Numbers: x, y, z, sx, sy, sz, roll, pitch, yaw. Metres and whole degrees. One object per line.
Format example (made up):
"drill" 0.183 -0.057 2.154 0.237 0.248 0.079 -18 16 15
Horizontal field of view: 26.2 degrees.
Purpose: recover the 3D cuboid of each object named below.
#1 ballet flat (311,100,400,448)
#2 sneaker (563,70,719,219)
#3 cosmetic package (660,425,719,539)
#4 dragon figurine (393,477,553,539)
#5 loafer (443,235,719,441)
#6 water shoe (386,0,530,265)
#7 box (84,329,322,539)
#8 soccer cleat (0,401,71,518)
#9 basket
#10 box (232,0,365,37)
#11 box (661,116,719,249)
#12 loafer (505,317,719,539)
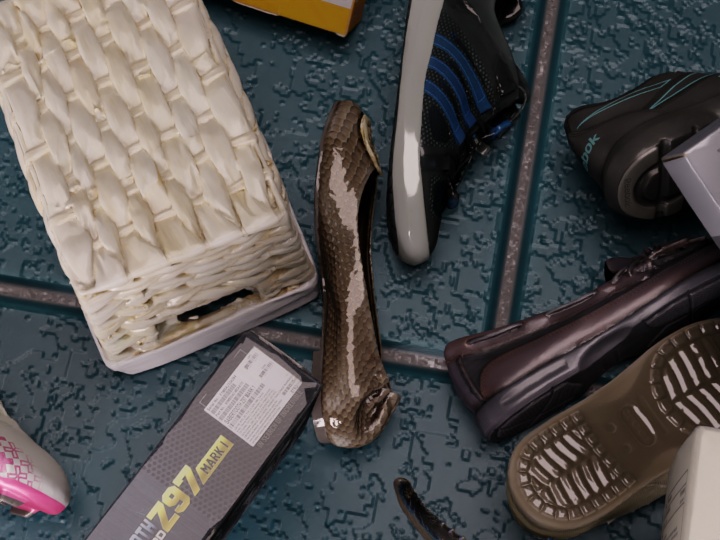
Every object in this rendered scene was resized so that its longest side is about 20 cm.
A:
"ballet flat" 0.000 0.000 0.873 0.046 0.067 0.200 -3 74 14
"sneaker" 0.212 -0.096 0.902 0.200 0.075 0.079 -18 39 -21
"cosmetic package" 0.179 0.184 0.714 0.087 0.103 0.200 8 72 7
"dragon figurine" 0.080 0.175 0.780 0.099 0.059 0.200 -10 108 15
"loafer" 0.139 0.019 0.866 0.200 0.072 0.063 -31 68 -7
"water shoe" 0.060 -0.098 0.907 0.079 0.072 0.200 7 71 1
"box" -0.100 0.135 0.778 0.051 0.158 0.200 36 75 5
"soccer cleat" -0.238 0.064 0.853 0.200 0.070 0.086 24 73 10
"basket" -0.119 -0.064 0.870 0.136 0.123 0.200 -22 72 -6
"box" -0.037 -0.251 0.915 0.119 0.041 0.200 19 115 7
"box" 0.275 -0.019 0.794 0.156 0.041 0.200 -34 94 -5
"loafer" 0.156 0.087 0.843 0.200 0.068 0.076 -21 72 -23
